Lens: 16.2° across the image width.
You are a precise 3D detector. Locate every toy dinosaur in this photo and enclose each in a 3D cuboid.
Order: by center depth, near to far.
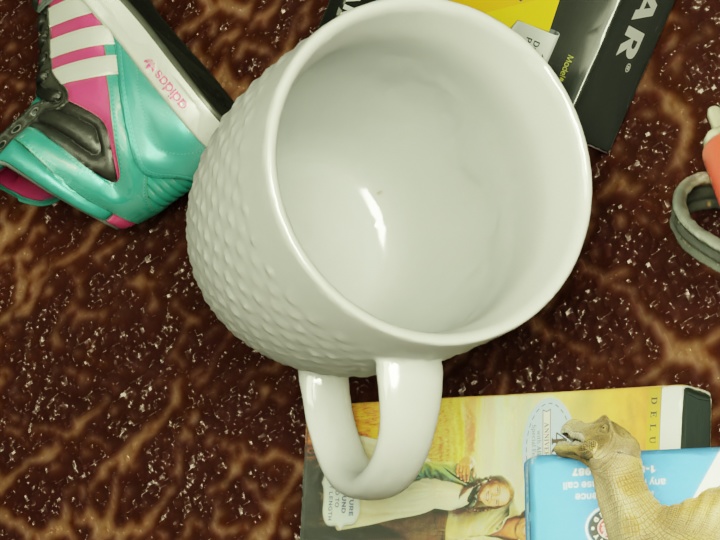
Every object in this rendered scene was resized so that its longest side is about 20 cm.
[{"bbox_3d":[0.133,0.131,0.926,0.200,0.058,0.101,38,86,19],"label":"toy dinosaur"}]

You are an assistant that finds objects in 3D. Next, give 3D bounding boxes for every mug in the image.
[{"bbox_3d":[0.000,0.000,1.106,0.175,0.147,0.200,153,114,-66],"label":"mug"}]

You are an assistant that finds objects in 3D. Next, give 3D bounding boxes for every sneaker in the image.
[{"bbox_3d":[-0.151,-0.093,1.293,0.121,0.084,0.200,-44,59,9],"label":"sneaker"}]

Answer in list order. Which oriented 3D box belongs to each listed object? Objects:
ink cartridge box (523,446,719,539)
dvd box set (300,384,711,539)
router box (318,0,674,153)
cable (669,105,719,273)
[{"bbox_3d":[0.143,0.172,0.988,0.146,0.086,0.200,-3,78,12],"label":"ink cartridge box"},{"bbox_3d":[0.060,0.128,1.119,0.200,0.029,0.147,-4,77,35],"label":"dvd box set"},{"bbox_3d":[0.084,-0.172,1.155,0.149,0.051,0.200,25,95,34],"label":"router box"},{"bbox_3d":[0.173,-0.004,1.011,0.097,0.050,0.200,-12,39,10],"label":"cable"}]
